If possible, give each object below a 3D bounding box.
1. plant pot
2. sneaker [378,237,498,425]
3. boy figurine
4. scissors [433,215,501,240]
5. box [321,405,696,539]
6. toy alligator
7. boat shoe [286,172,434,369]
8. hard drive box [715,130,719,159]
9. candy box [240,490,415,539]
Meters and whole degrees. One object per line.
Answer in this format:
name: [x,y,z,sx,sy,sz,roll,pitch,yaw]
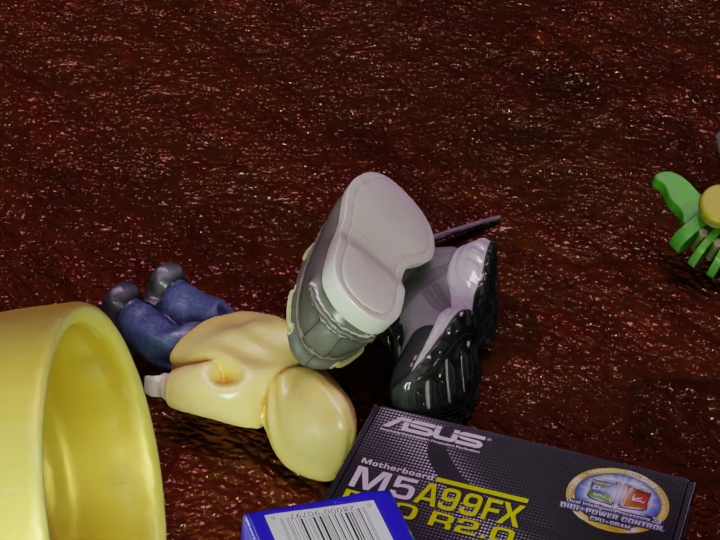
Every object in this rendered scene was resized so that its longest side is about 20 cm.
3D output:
plant pot: [-0.214,0.126,1.009,0.187,0.202,0.201,-7,30,11]
sneaker: [0.041,0.042,1.290,0.079,0.075,0.200,1,24,12]
boy figurine: [-0.069,0.060,1.241,0.199,0.065,0.124,29,39,33]
scissors: [0.029,-0.017,1.418,0.073,0.014,0.200,-25,-3,31]
box: [0.076,0.156,1.123,0.199,0.045,0.160,13,33,14]
toy alligator: [0.287,-0.004,1.411,0.199,0.059,0.054,30,72,8]
boat shoe: [-0.002,-0.002,1.254,0.072,0.060,0.202,41,24,-7]
hard drive box: [0.367,-0.106,1.441,0.155,0.200,0.077,-4,73,-12]
candy box: [-0.001,0.227,0.849,0.076,0.201,0.169,-5,34,-18]
